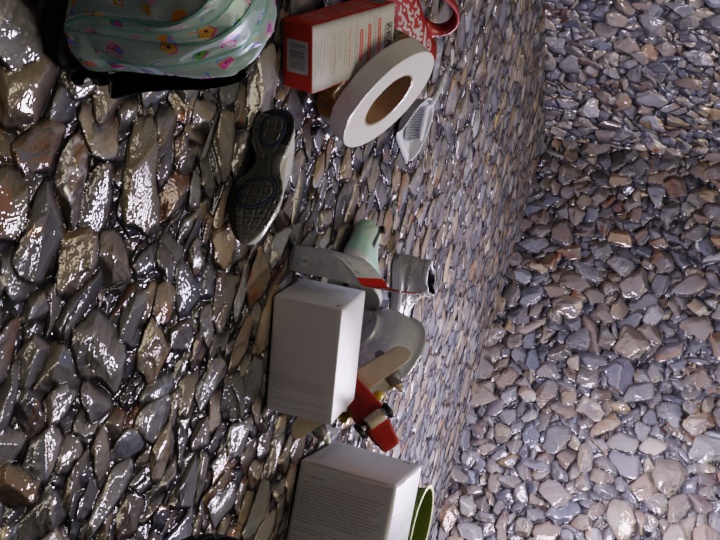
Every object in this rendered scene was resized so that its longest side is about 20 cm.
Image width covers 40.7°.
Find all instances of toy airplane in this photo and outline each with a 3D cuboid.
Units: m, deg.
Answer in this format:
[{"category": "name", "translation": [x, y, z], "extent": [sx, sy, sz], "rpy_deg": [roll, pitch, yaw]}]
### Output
[{"category": "toy airplane", "translation": [-0.016, 0.225, 1.755], "extent": [0.141, 0.199, 0.200], "rpy_deg": [74, 23, -65]}]

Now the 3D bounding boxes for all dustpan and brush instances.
[{"category": "dustpan and brush", "translation": [0.138, -0.346, 2.099], "extent": [0.140, 0.057, 0.201], "rpy_deg": [57, 46, -66]}]

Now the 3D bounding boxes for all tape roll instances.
[{"category": "tape roll", "translation": [0.034, -0.281, 1.546], "extent": [0.203, 0.037, 0.203], "rpy_deg": [-41, 167, -12]}]

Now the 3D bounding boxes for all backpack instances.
[{"category": "backpack", "translation": [-0.180, -0.246, 0.890], "extent": [0.127, 0.199, 0.167], "rpy_deg": [45, 58, -70]}]

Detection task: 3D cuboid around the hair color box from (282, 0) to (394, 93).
[{"category": "hair color box", "translation": [-0.031, -0.343, 1.460], "extent": [0.200, 0.061, 0.102], "rpy_deg": [-29, 131, -45]}]

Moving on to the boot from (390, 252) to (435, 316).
[{"category": "boot", "translation": [0.124, 0.054, 2.242], "extent": [0.074, 0.095, 0.201], "rpy_deg": [-60, 154, -47]}]

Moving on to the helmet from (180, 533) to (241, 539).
[{"category": "helmet", "translation": [-0.198, 0.442, 1.281], "extent": [0.200, 0.190, 0.200], "rpy_deg": [-56, -160, 32]}]

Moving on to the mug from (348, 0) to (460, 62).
[{"category": "mug", "translation": [0.064, -0.444, 1.659], "extent": [0.177, 0.133, 0.200], "rpy_deg": [-43, 149, -9]}]

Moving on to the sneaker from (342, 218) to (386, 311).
[{"category": "sneaker", "translation": [0.017, -0.011, 1.895], "extent": [0.201, 0.073, 0.118], "rpy_deg": [80, 25, -51]}]

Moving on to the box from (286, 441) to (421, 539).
[{"category": "box", "translation": [-0.009, 0.452, 1.881], "extent": [0.199, 0.199, 0.172], "rpy_deg": [-2, 104, -72]}]

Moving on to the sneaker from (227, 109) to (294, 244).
[{"category": "sneaker", "translation": [-0.128, -0.124, 1.364], "extent": [0.087, 0.074, 0.201], "rpy_deg": [71, 34, -67]}]

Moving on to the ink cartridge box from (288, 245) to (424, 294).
[{"category": "ink cartridge box", "translation": [0.000, 0.000, 1.626], "extent": [0.160, 0.199, 0.047], "rpy_deg": [6, 95, -73]}]

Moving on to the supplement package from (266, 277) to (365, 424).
[{"category": "supplement package", "translation": [-0.073, 0.131, 1.606], "extent": [0.120, 0.121, 0.201], "rpy_deg": [-36, 135, -65]}]

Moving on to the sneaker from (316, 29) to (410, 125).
[{"category": "sneaker", "translation": [0.006, -0.316, 1.603], "extent": [0.200, 0.076, 0.088], "rpy_deg": [-41, 164, -8]}]

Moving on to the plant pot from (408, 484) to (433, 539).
[{"category": "plant pot", "translation": [0.044, 0.547, 2.126], "extent": [0.200, 0.189, 0.201], "rpy_deg": [11, 90, -74]}]

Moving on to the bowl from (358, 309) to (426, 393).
[{"category": "bowl", "translation": [0.021, 0.143, 1.873], "extent": [0.090, 0.201, 0.201], "rpy_deg": [47, 48, -29]}]
